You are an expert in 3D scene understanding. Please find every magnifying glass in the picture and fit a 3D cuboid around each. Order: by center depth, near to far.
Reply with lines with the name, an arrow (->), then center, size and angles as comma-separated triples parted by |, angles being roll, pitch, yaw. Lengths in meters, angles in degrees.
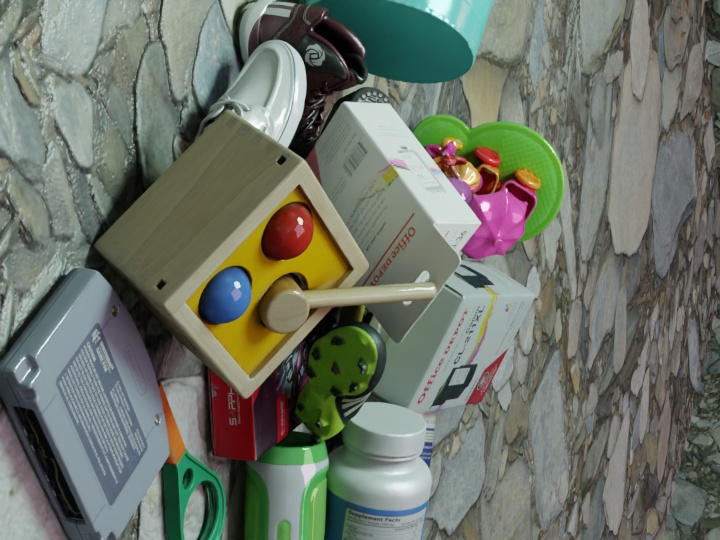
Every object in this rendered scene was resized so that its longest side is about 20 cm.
magnifying glass -> -0.159, 0.177, 1.223 | 0.080, 0.022, 0.201 | -60, 148, -44

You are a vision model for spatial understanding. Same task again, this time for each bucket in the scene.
bucket -> 0.040, -0.284, 1.368 | 0.207, 0.205, 0.136 | 45, 56, -60

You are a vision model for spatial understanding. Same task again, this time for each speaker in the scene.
speaker -> -0.074, 0.262, 1.353 | 0.088, 0.088, 0.202 | -12, 106, -65

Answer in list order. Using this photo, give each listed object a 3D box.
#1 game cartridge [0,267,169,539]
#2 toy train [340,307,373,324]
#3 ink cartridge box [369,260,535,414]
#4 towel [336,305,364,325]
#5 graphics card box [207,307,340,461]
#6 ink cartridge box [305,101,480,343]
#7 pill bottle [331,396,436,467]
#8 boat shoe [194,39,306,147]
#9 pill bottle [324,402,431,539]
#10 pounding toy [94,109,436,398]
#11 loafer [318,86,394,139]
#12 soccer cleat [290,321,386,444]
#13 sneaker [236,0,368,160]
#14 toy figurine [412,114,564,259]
game cartridge -> -0.207, 0.105, 1.076 | 0.133, 0.041, 0.201 | -56, 144, -42
toy train -> 0.025, -0.024, 1.529 | 0.114, 0.086, 0.202 | 32, 64, -73
ink cartridge box -> 0.089, 0.070, 1.494 | 0.200, 0.083, 0.147 | 0, 119, -62
towel -> 0.000, 0.000, 1.387 | 0.086, 0.018, 0.201 | 119, -12, -56
graphics card box -> -0.079, 0.089, 1.348 | 0.200, 0.050, 0.127 | -32, 123, -63
ink cartridge box -> 0.029, -0.044, 1.268 | 0.067, 0.201, 0.117 | -3, 139, -45
pill bottle -> 0.019, 0.237, 1.527 | 0.111, 0.110, 0.202 | 18, 78, -66
boat shoe -> -0.105, -0.116, 1.206 | 0.065, 0.073, 0.202 | 40, 63, -58
pill bottle -> 0.011, 0.240, 1.397 | 0.112, 0.111, 0.202 | -24, 126, -63
pounding toy -> -0.071, -0.001, 1.140 | 0.184, 0.142, 0.200 | -46, 143, -10
loafer -> -0.025, -0.087, 1.406 | 0.073, 0.071, 0.201 | 25, 86, -29
soccer cleat -> -0.010, 0.090, 1.276 | 0.081, 0.068, 0.200 | -40, 169, -31
sneaker -> -0.043, -0.156, 1.297 | 0.076, 0.114, 0.201 | -56, 143, -48
toy figurine -> 0.128, -0.089, 1.583 | 0.151, 0.199, 0.184 | -59, 178, 23
